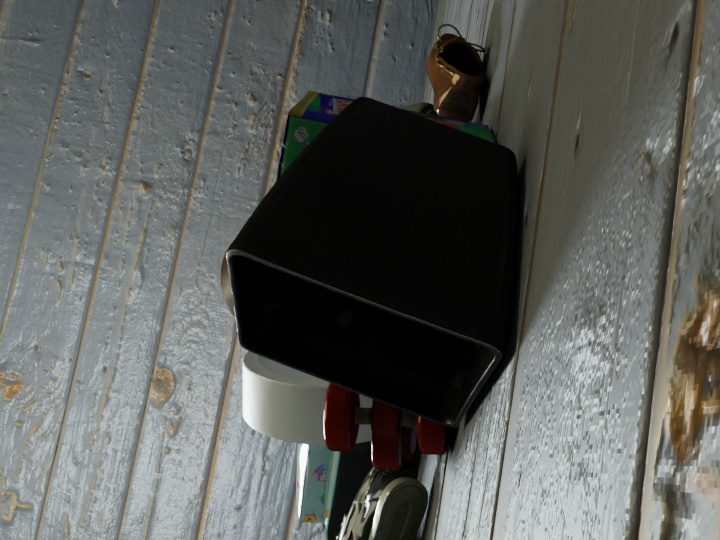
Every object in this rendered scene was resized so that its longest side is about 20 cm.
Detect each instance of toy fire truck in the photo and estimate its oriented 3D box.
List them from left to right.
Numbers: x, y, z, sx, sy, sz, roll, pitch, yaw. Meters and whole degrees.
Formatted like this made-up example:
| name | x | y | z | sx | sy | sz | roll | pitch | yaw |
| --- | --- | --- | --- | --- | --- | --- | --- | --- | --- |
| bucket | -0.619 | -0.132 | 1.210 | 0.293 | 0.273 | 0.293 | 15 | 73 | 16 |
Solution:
| name | x | y | z | sx | sy | sz | roll | pitch | yaw |
| --- | --- | --- | --- | --- | --- | --- | --- | --- | --- |
| toy fire truck | 0.032 | 0.092 | 0.909 | 0.168 | 0.111 | 0.201 | 13 | -103 | -81 |

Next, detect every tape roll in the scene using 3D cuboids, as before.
| name | x | y | z | sx | sy | sz | roll | pitch | yaw |
| --- | --- | --- | --- | --- | --- | --- | --- | --- | --- |
| tape roll | -0.041 | 0.136 | 1.108 | 0.203 | 0.201 | 0.071 | -80 | -9 | -77 |

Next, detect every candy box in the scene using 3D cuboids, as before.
| name | x | y | z | sx | sy | sz | roll | pitch | yaw |
| --- | --- | --- | --- | --- | --- | --- | --- | --- | --- |
| candy box | 0.028 | -0.114 | 0.916 | 0.169 | 0.199 | 0.078 | -81 | 1 | -72 |

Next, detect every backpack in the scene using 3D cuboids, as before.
| name | x | y | z | sx | sy | sz | roll | pitch | yaw |
| --- | --- | --- | --- | --- | --- | --- | --- | --- | --- |
| backpack | -0.005 | 0.240 | 1.214 | 0.200 | 0.152 | 0.177 | -60 | -25 | -71 |

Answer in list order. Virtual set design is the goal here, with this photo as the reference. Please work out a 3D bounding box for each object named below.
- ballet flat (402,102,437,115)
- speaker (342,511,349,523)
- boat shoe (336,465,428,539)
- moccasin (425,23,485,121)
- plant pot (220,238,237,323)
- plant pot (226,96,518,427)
| name | x | y | z | sx | sy | sz | roll | pitch | yaw |
| --- | --- | --- | --- | --- | --- | --- | --- | --- | --- |
| ballet flat | 0.075 | -0.105 | 1.158 | 0.067 | 0.063 | 0.201 | -10 | -83 | -49 |
| speaker | 0.004 | 0.374 | 1.026 | 0.081 | 0.081 | 0.201 | 102 | 178 | -88 |
| boat shoe | 0.006 | 0.290 | 0.968 | 0.068 | 0.072 | 0.201 | 36 | 106 | 55 |
| moccasin | 0.118 | -0.254 | 1.147 | 0.202 | 0.073 | 0.078 | -74 | 5 | -59 |
| plant pot | -0.054 | -0.016 | 1.193 | 0.200 | 0.186 | 0.188 | -38 | 34 | 49 |
| plant pot | 0.025 | -0.013 | 0.743 | 0.200 | 0.198 | 0.178 | 100 | -169 | -64 |
